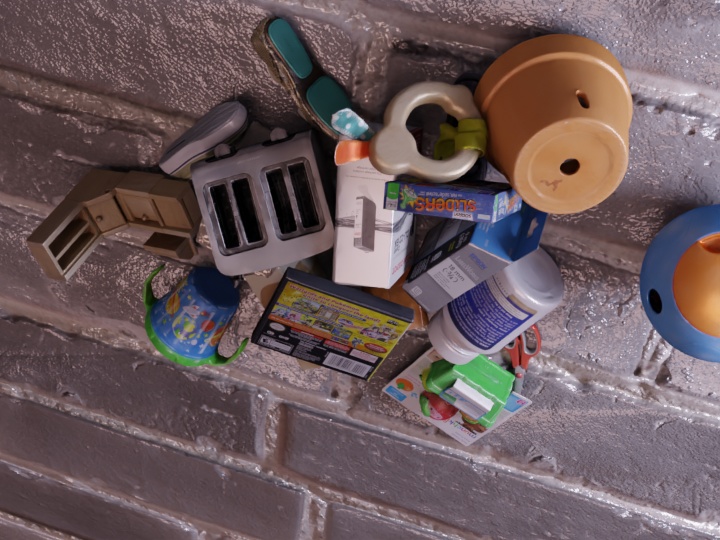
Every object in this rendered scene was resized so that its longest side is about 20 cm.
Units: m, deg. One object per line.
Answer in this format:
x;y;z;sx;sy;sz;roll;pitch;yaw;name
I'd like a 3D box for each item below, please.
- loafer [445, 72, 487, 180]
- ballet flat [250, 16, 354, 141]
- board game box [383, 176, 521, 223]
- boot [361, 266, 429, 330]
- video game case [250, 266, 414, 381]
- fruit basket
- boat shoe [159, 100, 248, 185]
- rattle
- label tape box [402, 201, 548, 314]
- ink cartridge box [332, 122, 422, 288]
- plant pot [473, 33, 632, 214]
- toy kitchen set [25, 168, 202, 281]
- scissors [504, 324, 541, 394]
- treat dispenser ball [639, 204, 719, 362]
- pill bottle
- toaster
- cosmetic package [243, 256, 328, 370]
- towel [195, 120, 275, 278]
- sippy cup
0.136;-0.164;1.302;0.071;0.063;0.201;10;130;11;loafer
-0.079;-0.254;1.321;0.200;0.068;0.075;52;149;-15;ballet flat
0.121;-0.093;1.209;0.134;0.200;0.035;9;101;18;board game box
0.000;0.000;1.459;0.187;0.069;0.201;-6;109;10;boot
-0.045;0.084;1.441;0.199;0.026;0.181;19;139;-12;video game case
0.151;0.211;1.580;0.185;0.094;0.200;34;134;-8;fruit basket
-0.220;-0.187;1.426;0.062;0.072;0.199;37;142;-28;boat shoe
0.045;-0.153;1.188;0.199;0.143;0.131;-21;99;-14;rattle
0.162;-0.043;1.337;0.063;0.145;0.200;44;128;-14;label tape box
0.024;-0.090;1.307;0.083;0.144;0.202;8;107;15;ink cartridge box
0.243;-0.164;1.175;0.198;0.141;0.201;-2;131;-2;plant pot
-0.360;-0.034;1.504;0.199;0.181;0.164;10;138;28;toy kitchen set
0.261;0.159;1.547;0.073;0.014;0.201;-2;125;21;scissors
0.460;0.016;1.232;0.199;0.201;0.202;10;130;13;treat dispenser ball
0.191;0.052;1.417;0.119;0.120;0.200;37;131;-10;pill bottle
-0.126;-0.088;1.342;0.179;0.119;0.202;-14;95;6;toaster
-0.094;0.048;1.534;0.071;0.105;0.201;-13;123;28;cosmetic package
-0.146;-0.101;1.418;0.132;0.034;0.201;29;98;0;towel
-0.271;0.068;1.608;0.177;0.140;0.130;21;125;-30;sippy cup
